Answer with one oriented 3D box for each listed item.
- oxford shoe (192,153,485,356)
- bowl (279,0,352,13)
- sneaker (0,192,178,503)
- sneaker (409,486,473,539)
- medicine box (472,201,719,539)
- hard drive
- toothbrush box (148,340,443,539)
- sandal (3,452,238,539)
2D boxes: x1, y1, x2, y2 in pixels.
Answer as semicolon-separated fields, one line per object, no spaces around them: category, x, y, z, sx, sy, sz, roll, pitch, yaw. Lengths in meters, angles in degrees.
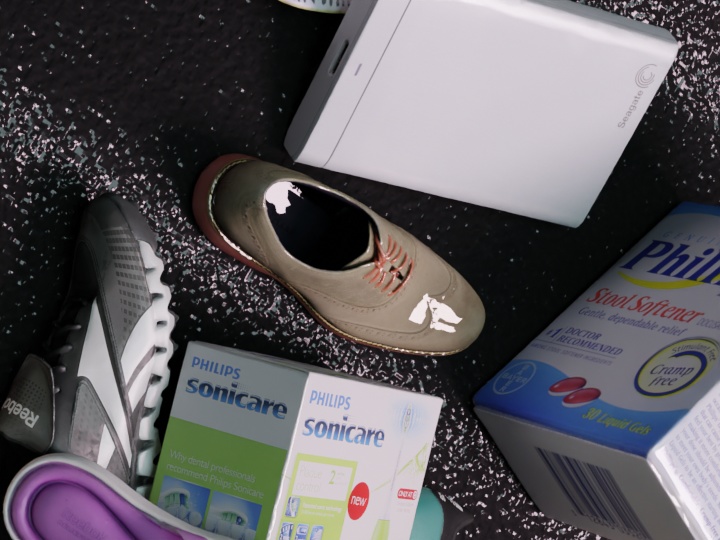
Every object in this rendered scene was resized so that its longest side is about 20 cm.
oxford shoe;0.000;0.000;1.322;0.200;0.075;0.071;26;82;-30
bowl;0.009;-0.240;1.269;0.200;0.094;0.201;-18;148;-11
sneaker;-0.149;0.060;1.248;0.090;0.066;0.201;-4;100;-32
sneaker;0.026;0.225;1.367;0.080;0.071;0.201;7;91;-26
medicine box;0.201;0.064;1.385;0.200;0.182;0.103;-43;115;-19
hard drive;0.071;-0.100;1.348;0.200;0.027;0.132;12;119;-31
toothbrush box;-0.046;0.150;1.278;0.146;0.086;0.201;17;86;-58
sandal;-0.097;0.162;1.181;0.202;0.050;0.083;26;94;13
